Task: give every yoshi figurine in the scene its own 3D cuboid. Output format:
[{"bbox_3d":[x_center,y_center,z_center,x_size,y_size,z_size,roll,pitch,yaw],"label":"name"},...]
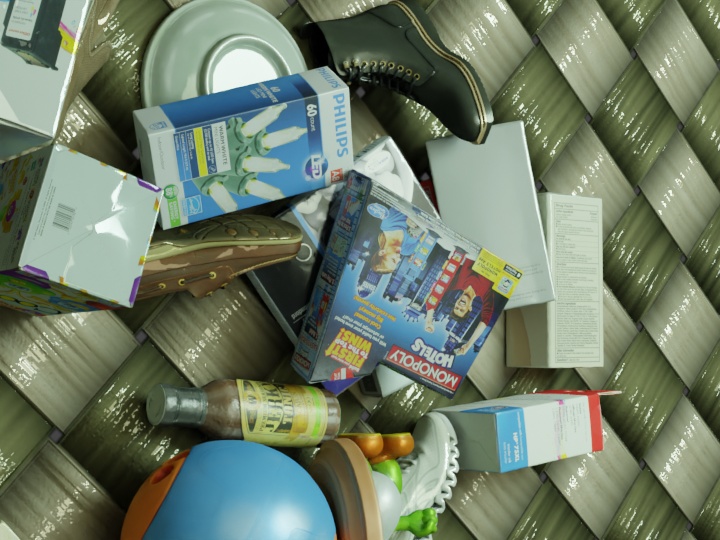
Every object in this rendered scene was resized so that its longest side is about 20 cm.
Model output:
[{"bbox_3d":[0.027,0.264,1.303,0.111,0.112,0.202,1,83,-5],"label":"yoshi figurine"}]

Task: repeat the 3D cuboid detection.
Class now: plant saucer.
[{"bbox_3d":[-0.122,-0.179,1.303,0.199,0.050,0.202,3,86,-35],"label":"plant saucer"},{"bbox_3d":[-0.024,0.265,1.261,0.032,0.200,0.202,1,87,-19],"label":"plant saucer"}]

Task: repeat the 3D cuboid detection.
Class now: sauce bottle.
[{"bbox_3d":[-0.114,0.140,1.282,0.199,0.065,0.065,7,83,-36],"label":"sauce bottle"}]

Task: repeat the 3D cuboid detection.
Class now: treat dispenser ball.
[{"bbox_3d":[-0.120,0.256,1.186,0.200,0.200,0.203,2,86,-36],"label":"treat dispenser ball"}]

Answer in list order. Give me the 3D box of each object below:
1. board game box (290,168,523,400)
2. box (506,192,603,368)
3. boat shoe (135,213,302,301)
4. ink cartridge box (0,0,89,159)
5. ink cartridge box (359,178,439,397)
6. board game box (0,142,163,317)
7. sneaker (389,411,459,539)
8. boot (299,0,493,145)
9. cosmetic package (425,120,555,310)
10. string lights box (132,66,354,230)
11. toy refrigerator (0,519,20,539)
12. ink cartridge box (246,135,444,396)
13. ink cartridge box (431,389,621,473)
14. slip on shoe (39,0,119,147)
[{"bbox_3d":[0.029,0.037,1.291,0.199,0.062,0.201,30,92,-25],"label":"board game box"},{"bbox_3d":[0.228,0.014,1.528,0.094,0.078,0.202,4,85,-36],"label":"box"},{"bbox_3d":[-0.153,-0.011,1.247,0.198,0.072,0.068,-8,114,-17],"label":"boat shoe"},{"bbox_3d":[-0.299,-0.207,1.116,0.082,0.145,0.202,18,78,-31],"label":"ink cartridge box"},{"bbox_3d":[0.051,0.015,1.422,0.173,0.043,0.202,-22,100,-33],"label":"ink cartridge box"},{"bbox_3d":[-0.266,-0.027,1.096,0.103,0.199,0.106,22,74,-33],"label":"board game box"},{"bbox_3d":[0.047,0.243,1.393,0.081,0.075,0.201,24,73,-23],"label":"sneaker"},{"bbox_3d":[0.036,-0.198,1.370,0.138,0.078,0.200,-16,54,-31],"label":"boot"},{"bbox_3d":[0.143,-0.056,1.434,0.112,0.081,0.202,-9,89,5],"label":"cosmetic package"},{"bbox_3d":[-0.109,-0.119,1.247,0.199,0.059,0.103,-16,125,-18],"label":"string lights box"},{"bbox_3d":[-0.330,0.234,1.036,0.076,0.199,0.070,-45,112,-28],"label":"toy refrigerator"},{"bbox_3d":[0.000,0.000,1.334,0.198,0.043,0.201,-36,103,-9],"label":"ink cartridge box"},{"bbox_3d":[0.192,0.177,1.469,0.199,0.116,0.068,-5,89,-35],"label":"ink cartridge box"},{"bbox_3d":[-0.257,-0.205,1.194,0.060,0.076,0.202,18,70,-27],"label":"slip on shoe"}]
